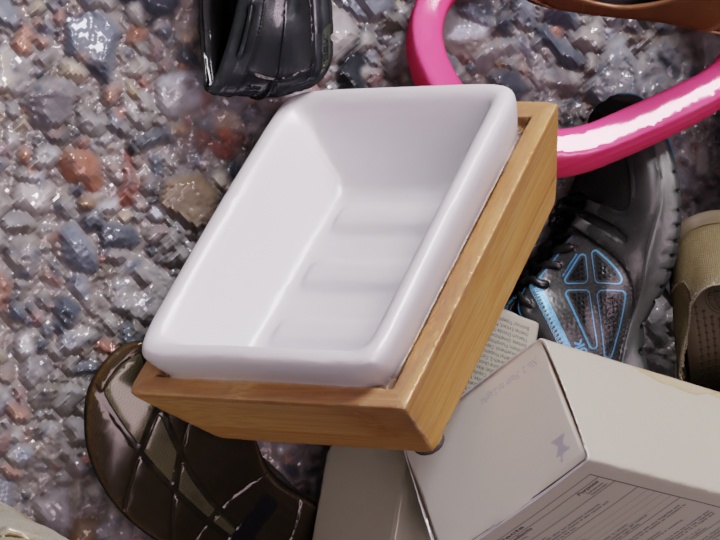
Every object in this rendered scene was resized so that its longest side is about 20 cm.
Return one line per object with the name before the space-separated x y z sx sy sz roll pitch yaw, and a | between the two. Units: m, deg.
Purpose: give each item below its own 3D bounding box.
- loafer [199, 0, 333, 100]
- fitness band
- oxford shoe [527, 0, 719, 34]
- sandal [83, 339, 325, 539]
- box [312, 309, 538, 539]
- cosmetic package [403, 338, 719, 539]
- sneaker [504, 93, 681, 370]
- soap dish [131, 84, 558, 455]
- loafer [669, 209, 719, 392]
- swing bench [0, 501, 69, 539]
loafer | -0.059 -0.185 1.279 0.070 0.068 0.201 -10 100 -28
fitness band | 0.121 -0.130 1.336 0.200 0.037 0.144 -25 74 -17
oxford shoe | 0.177 -0.150 1.288 0.200 0.071 0.071 -4 102 -8
sandal | -0.073 0.110 1.303 0.082 0.055 0.200 -51 122 -6
box | 0.029 0.113 1.304 0.082 0.068 0.200 20 76 -39
cosmetic package | 0.129 0.106 1.270 0.200 0.104 0.073 19 43 -44
sneaker | 0.118 0.003 1.354 0.082 0.073 0.200 7 88 -16
soap dish | 0.000 0.000 1.241 0.081 0.157 0.200 60 44 -37
loafer | 0.202 0.068 1.369 0.076 0.067 0.200 -13 111 19
swing bench | -0.161 0.209 1.194 0.130 0.199 0.200 7 91 -21
